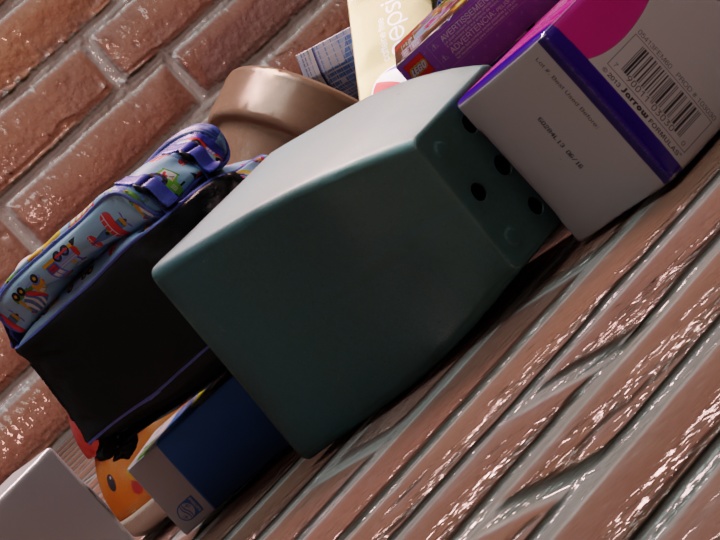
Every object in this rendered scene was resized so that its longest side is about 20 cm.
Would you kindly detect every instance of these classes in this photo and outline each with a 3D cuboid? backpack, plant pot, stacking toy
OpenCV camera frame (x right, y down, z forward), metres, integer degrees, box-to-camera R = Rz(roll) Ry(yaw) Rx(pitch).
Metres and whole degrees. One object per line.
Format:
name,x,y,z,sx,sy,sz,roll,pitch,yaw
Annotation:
backpack,-0.104,-0.004,1.661,0.182,0.135,0.200,-38,3,37
plant pot,0.017,-0.020,1.489,0.200,0.142,0.141,-34,10,45
stacking toy,-0.171,0.071,1.861,0.146,0.200,0.146,-42,4,4
plant pot,-0.051,-0.027,1.978,0.175,0.200,0.200,-61,9,-14

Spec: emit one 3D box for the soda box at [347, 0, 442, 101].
soda box,0.038,-0.121,1.774,0.064,0.068,0.201,-22,45,17

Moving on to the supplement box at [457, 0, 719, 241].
supplement box,0.161,-0.125,1.425,0.200,0.101,0.103,-45,4,-31

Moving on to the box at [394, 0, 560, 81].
box,0.081,-0.160,1.598,0.137,0.039,0.200,-42,6,5

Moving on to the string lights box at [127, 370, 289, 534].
string lights box,-0.049,0.071,1.692,0.200,0.059,0.103,-42,4,11

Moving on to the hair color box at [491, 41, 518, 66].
hair color box,0.104,-0.116,1.644,0.200,0.065,0.109,-44,4,-32

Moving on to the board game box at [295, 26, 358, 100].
board game box,0.048,-0.140,2.015,0.199,0.062,0.200,-27,-19,24

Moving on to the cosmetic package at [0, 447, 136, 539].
cosmetic package,-0.242,0.220,1.729,0.200,0.102,0.074,-45,6,-36
